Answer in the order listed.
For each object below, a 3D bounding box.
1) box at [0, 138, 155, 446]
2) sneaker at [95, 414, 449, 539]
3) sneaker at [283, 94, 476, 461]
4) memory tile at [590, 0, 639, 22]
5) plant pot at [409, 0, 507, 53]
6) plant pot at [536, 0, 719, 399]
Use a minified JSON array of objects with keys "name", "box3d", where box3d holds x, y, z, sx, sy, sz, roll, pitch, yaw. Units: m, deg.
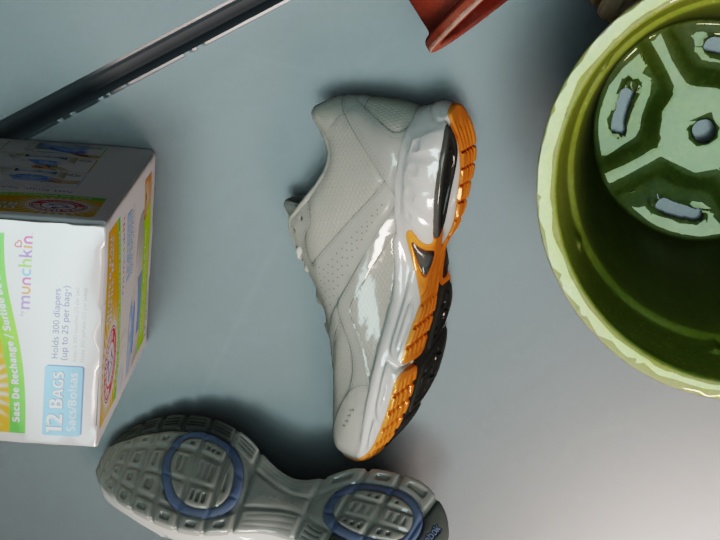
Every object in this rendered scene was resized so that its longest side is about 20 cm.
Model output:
[{"name":"box","box3d":[-0.165,0.006,1.090,0.101,0.200,0.113,4,102,0]},{"name":"sneaker","box3d":[-0.051,0.141,1.180,0.199,0.075,0.087,17,144,14]},{"name":"sneaker","box3d":[0.000,0.000,1.161,0.092,0.076,0.201,15,104,18]},{"name":"memory tile","box3d":[0.169,-0.179,1.050,0.153,0.200,0.017,-41,79,7]},{"name":"plant pot","box3d":[0.051,-0.244,1.048,0.201,0.201,0.195,-39,91,8]},{"name":"plant pot","box3d":[0.181,-0.058,1.076,0.199,0.190,0.201,0,102,2]}]
